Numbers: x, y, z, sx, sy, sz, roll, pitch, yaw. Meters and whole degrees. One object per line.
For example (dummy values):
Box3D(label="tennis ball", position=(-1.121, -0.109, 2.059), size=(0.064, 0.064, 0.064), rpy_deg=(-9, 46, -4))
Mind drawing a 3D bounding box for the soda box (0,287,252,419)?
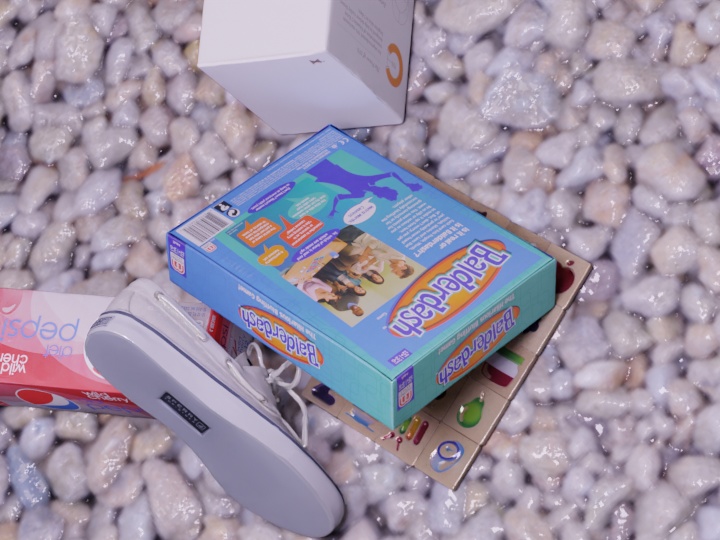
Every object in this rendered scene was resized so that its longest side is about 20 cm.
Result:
Box3D(label="soda box", position=(-0.175, 0.056, 1.906), size=(0.199, 0.063, 0.070), rpy_deg=(4, 73, 27))

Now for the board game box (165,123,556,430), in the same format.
Box3D(label="board game box", position=(0.000, 0.000, 1.797), size=(0.200, 0.045, 0.152), rpy_deg=(32, 52, 33))

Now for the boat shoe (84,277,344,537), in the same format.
Box3D(label="boat shoe", position=(-0.078, 0.078, 1.810), size=(0.075, 0.202, 0.086), rpy_deg=(-39, 14, 51))

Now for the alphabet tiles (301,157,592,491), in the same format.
Box3D(label="alphabet tiles", position=(0.030, 0.025, 1.848), size=(0.199, 0.008, 0.168), rpy_deg=(30, 87, 32))

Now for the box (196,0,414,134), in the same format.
Box3D(label="box", position=(-0.030, -0.208, 1.897), size=(0.097, 0.124, 0.201), rpy_deg=(-5, 69, 25))
